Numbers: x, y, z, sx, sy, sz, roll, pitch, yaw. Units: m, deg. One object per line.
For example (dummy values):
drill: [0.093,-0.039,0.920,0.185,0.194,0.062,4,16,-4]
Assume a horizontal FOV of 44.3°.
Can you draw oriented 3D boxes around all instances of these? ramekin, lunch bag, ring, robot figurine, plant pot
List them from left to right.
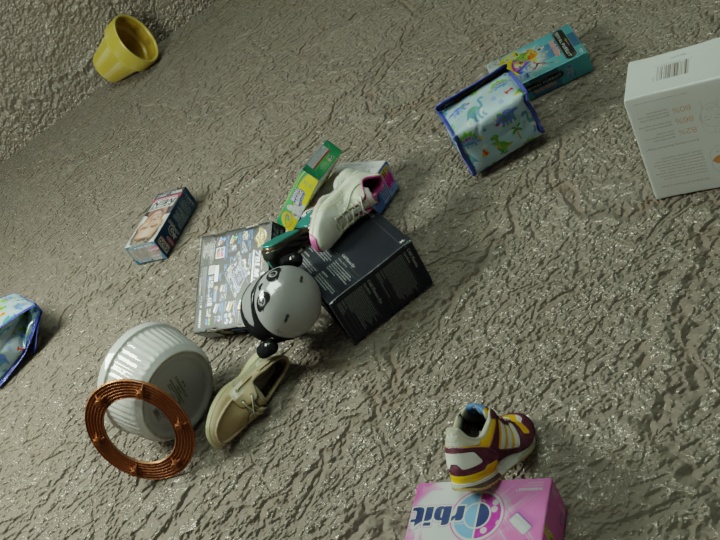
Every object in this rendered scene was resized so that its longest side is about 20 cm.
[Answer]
lunch bag: [-0.842,0.150,2.073,0.168,0.128,0.202,14,65,48]
plant pot: [-0.872,-0.794,3.232,0.187,0.200,0.203,-32,30,29]
ring: [-0.370,0.270,1.470,0.196,0.203,0.019,-18,22,20]
ramekin: [-0.349,0.202,1.551,0.104,0.202,0.201,18,57,36]
robot figurine: [-0.142,0.060,1.532,0.123,0.153,0.199,-21,0,-22]
lunch bag: [0.245,-0.313,1.747,0.168,0.128,0.202,-29,33,9]

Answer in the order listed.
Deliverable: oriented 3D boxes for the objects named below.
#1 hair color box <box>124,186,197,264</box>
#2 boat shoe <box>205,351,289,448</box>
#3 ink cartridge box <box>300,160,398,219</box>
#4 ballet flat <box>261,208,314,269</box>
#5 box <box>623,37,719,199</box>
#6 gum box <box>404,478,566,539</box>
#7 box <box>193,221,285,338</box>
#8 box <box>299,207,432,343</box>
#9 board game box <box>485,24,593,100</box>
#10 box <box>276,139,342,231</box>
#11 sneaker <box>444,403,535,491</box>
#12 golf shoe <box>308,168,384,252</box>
hair color box: [-0.486,-0.111,2.167,0.098,0.061,0.202,-11,40,29]
boat shoe: [-0.191,0.217,1.510,0.064,0.073,0.201,-1,40,39]
ink cartridge box: [-0.029,-0.129,1.801,0.134,0.077,0.201,3,46,42]
ballet flat: [-0.109,-0.061,1.688,0.199,0.070,0.067,-37,25,-33]
box: [0.512,-0.232,1.377,0.149,0.202,0.108,-9,41,30]
gum box: [0.147,0.327,1.096,0.196,0.067,0.115,-11,38,30]
box: [-0.237,0.020,1.722,0.195,0.049,0.205,-10,70,34]
box: [0.000,0.000,1.592,0.181,0.105,0.200,-37,34,-5]
board game box: [0.375,-0.431,1.875,0.197,0.047,0.152,-25,35,12]
box: [-0.111,-0.166,1.841,0.118,0.048,0.201,-56,-2,-42]
sneaker: [0.171,0.208,1.148,0.074,0.092,0.199,-8,9,31]
golf shoe: [-0.025,-0.114,1.599,0.090,0.076,0.202,1,47,35]
